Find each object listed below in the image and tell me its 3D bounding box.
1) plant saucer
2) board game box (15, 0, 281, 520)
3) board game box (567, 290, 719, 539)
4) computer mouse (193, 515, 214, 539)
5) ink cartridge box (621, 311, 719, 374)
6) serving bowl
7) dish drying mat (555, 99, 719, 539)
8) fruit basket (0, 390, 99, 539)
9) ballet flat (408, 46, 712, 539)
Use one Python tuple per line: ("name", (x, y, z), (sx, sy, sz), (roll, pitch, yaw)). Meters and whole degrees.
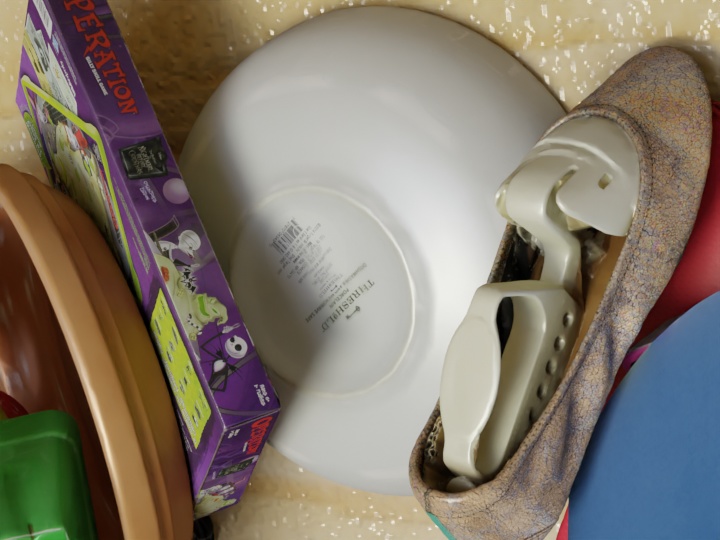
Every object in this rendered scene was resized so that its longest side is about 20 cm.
("plant saucer", (-0.115, 0.049, 1.027), (0.200, 0.037, 0.201), (162, 90, -72))
("board game box", (-0.088, -0.011, 0.987), (0.201, 0.032, 0.120), (66, 157, 16))
("board game box", (0.129, 0.104, 0.827), (0.158, 0.039, 0.201), (-36, 42, 49))
("computer mouse", (-0.146, 0.145, 1.134), (0.199, 0.034, 0.059), (-28, 89, 34))
("ink cartridge box", (0.181, 0.039, 0.846), (0.200, 0.037, 0.095), (-26, 95, 50))
("serving bowl", (0.000, 0.000, 0.981), (0.199, 0.066, 0.201), (10, 109, 29))
("dish drying mat", (0.133, 0.040, 0.941), (0.077, 0.018, 0.201), (25, 117, 21))
("fruit basket", (-0.161, 0.103, 1.006), (0.200, 0.093, 0.186), (-129, 27, -55))
("ballet flat", (0.070, 0.004, 0.885), (0.068, 0.067, 0.201), (11, 78, 42))
